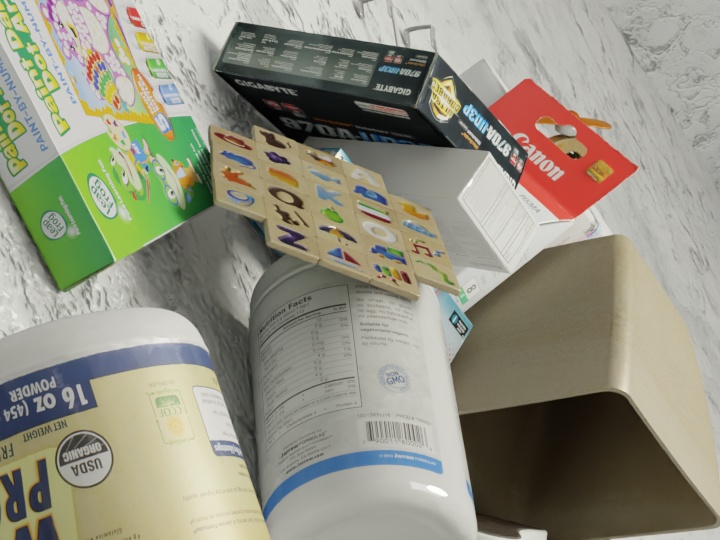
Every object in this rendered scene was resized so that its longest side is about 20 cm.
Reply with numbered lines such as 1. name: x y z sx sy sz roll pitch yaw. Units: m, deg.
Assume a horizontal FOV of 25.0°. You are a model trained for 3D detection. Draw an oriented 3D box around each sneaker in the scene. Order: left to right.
1. sneaker: 0.095 0.231 1.235 0.200 0.072 0.086 18 83 -75

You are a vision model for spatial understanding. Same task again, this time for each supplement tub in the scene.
1. supplement tub: -0.105 0.133 0.672 0.144 0.143 0.202 14 52 -66
2. supplement tub: -0.002 0.095 1.014 0.132 0.131 0.202 47 26 -42

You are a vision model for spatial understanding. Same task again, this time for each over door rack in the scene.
1. over door rack: 0.080 -0.190 1.684 0.147 0.066 0.202 17 51 -66

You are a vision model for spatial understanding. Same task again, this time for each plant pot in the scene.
1. plant pot: 0.170 0.088 1.304 0.200 0.198 0.179 48 42 -39

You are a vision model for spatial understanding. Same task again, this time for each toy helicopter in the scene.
1. toy helicopter: 0.214 -0.140 1.914 0.199 0.133 0.079 20 15 -41

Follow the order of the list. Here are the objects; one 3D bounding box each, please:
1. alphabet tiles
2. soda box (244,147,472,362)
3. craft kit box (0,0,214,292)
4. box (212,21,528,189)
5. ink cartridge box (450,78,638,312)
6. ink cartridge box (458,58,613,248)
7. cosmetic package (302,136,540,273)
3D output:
1. alphabet tiles: -0.020 -0.040 1.041 0.165 0.006 0.200 20 21 -15
2. soda box: 0.000 0.000 1.203 0.069 0.063 0.201 -55 127 -25
3. craft kit box: -0.168 -0.106 0.959 0.202 0.048 0.197 63 22 -6
4. box: 0.009 -0.120 1.232 0.159 0.198 0.046 40 70 -51
5. ink cartridge box: 0.100 -0.075 1.323 0.161 0.199 0.050 46 -7 40
6. ink cartridge box: 0.124 -0.054 1.477 0.200 0.147 0.145 44 15 -46
7. cosmetic package: 0.033 -0.052 1.211 0.051 0.199 0.083 -53 128 -23
